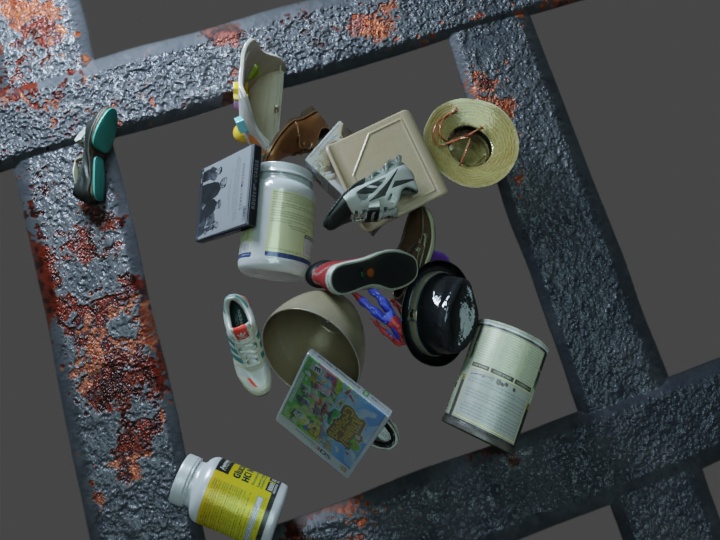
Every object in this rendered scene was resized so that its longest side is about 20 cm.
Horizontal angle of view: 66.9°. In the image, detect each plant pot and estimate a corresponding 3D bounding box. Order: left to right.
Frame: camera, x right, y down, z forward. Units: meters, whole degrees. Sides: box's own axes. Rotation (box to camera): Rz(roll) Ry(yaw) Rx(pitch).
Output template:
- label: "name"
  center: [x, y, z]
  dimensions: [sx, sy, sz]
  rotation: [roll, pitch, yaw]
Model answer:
- label: "plant pot"
  center: [-0.070, 0.117, 1.021]
  dimensions: [0.196, 0.203, 0.135]
  rotation: [29, 38, 3]

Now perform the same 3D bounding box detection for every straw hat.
- label: "straw hat"
  center: [0.224, -0.251, 1.137]
  dimensions: [0.193, 0.085, 0.209]
  rotation: [0, 76, 1]

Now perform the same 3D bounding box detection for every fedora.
- label: "fedora"
  center: [0.168, 0.083, 1.039]
  dimensions: [0.194, 0.091, 0.209]
  rotation: [0, 91, -30]

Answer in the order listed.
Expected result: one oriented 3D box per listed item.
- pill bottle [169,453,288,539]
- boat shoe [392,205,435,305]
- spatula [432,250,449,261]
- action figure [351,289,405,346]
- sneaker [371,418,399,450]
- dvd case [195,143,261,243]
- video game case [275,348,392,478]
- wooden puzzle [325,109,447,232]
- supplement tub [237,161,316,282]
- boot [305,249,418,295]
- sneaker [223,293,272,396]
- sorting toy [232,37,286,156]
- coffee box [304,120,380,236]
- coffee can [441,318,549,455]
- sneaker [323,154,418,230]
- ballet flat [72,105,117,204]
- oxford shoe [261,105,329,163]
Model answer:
- label: "pill bottle"
  center: [-0.236, 0.410, 0.984]
  dimensions: [0.194, 0.113, 0.116]
  rotation: [21, 79, 1]
- label: "boat shoe"
  center: [0.101, -0.034, 1.085]
  dimensions: [0.073, 0.073, 0.210]
  rotation: [14, 76, -41]
- label: "spatula"
  center: [0.146, 0.057, 1.104]
  dimensions: [0.054, 0.021, 0.208]
  rotation: [11, 77, -6]
- label: "action figure"
  center: [0.050, 0.087, 1.089]
  dimensions: [0.065, 0.052, 0.200]
  rotation: [-44, 87, -10]
- label: "sneaker"
  center: [-0.008, 0.269, 1.033]
  dimensions: [0.195, 0.088, 0.077]
  rotation: [29, 81, 4]
- label: "dvd case"
  center: [-0.258, -0.143, 1.055]
  dimensions: [0.024, 0.196, 0.156]
  rotation: [13, 75, -43]
- label: "video game case"
  center: [-0.055, 0.264, 0.990]
  dimensions: [0.180, 0.203, 0.022]
  rotation: [35, 36, 9]
- label: "wooden puzzle"
  center: [0.051, -0.194, 1.065]
  dimensions: [0.195, 0.037, 0.190]
  rotation: [-24, 82, -12]
- label: "supplement tub"
  center: [-0.158, -0.091, 1.059]
  dimensions: [0.139, 0.145, 0.208]
  rotation: [5, 80, -2]
- label: "boot"
  center: [0.000, 0.000, 1.025]
  dimensions: [0.194, 0.143, 0.075]
  rotation: [-7, 96, -27]
- label: "sneaker"
  center: [-0.222, 0.141, 1.041]
  dimensions: [0.068, 0.094, 0.207]
  rotation: [-16, 81, -5]
- label: "sorting toy"
  center: [-0.212, -0.355, 1.085]
  dimensions: [0.103, 0.180, 0.208]
  rotation: [4, 79, -2]
- label: "coffee box"
  center: [-0.006, -0.186, 1.116]
  dimensions: [0.199, 0.080, 0.114]
  rotation: [42, 80, 4]
- label: "coffee can"
  center: [0.253, 0.216, 1.024]
  dimensions: [0.142, 0.147, 0.206]
  rotation: [24, 80, 2]
- label: "sneaker"
  center: [0.024, -0.121, 0.988]
  dimensions: [0.198, 0.074, 0.089]
  rotation: [-37, 83, -12]
- label: "ballet flat"
  center: [-0.548, -0.239, 1.108]
  dimensions: [0.066, 0.068, 0.208]
  rotation: [5, 79, 7]
- label: "oxford shoe"
  center: [-0.125, -0.261, 1.096]
  dimensions: [0.071, 0.071, 0.201]
  rotation: [41, 51, -1]
